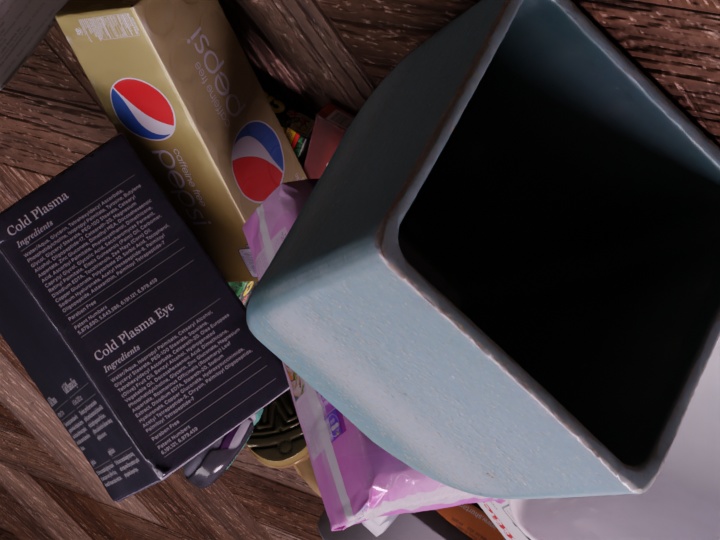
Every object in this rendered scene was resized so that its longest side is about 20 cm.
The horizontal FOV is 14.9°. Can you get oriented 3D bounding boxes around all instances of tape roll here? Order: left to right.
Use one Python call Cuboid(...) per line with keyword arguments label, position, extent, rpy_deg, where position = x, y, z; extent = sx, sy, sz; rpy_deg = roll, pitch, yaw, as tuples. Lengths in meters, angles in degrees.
Cuboid(label="tape roll", position=(0.069, 0.212, 2.024), extent=(0.200, 0.066, 0.200), rpy_deg=(33, -171, -6))

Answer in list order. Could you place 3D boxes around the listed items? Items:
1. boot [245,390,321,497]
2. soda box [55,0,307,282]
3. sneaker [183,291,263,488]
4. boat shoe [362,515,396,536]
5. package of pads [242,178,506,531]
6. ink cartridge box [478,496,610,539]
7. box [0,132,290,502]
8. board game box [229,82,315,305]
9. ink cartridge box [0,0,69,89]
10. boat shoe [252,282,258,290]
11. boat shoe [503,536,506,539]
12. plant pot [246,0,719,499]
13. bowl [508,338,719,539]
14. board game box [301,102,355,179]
Cuboid(label="boot", position=(-0.040, 0.114, 2.023), extent=(0.066, 0.175, 0.200), rpy_deg=(-17, 142, 6))
Cuboid(label="soda box", position=(-0.099, -0.091, 1.642), extent=(0.064, 0.068, 0.200), rpy_deg=(-2, 126, 37))
Cuboid(label="sneaker", position=(-0.102, 0.051, 1.850), extent=(0.087, 0.200, 0.074), rpy_deg=(29, 141, -13))
Cuboid(label="boat shoe", position=(0.005, 0.130, 1.813), extent=(0.068, 0.074, 0.199), rpy_deg=(38, -178, 6))
Cuboid(label="package of pads", position=(0.019, 0.043, 1.573), extent=(0.076, 0.120, 0.200), rpy_deg=(-46, 56, 54))
Cuboid(label="ink cartridge box", position=(0.119, 0.105, 1.732), extent=(0.147, 0.083, 0.200), rpy_deg=(52, 165, 1))
Cuboid(label="box", position=(-0.147, 0.033, 1.682), extent=(0.182, 0.104, 0.200), rpy_deg=(54, 165, -1))
Cuboid(label="board game box", position=(-0.101, -0.043, 1.755), extent=(0.105, 0.023, 0.200), rpy_deg=(32, 130, 10))
Cuboid(label="ink cartridge box", position=(-0.262, -0.211, 1.648), extent=(0.200, 0.109, 0.050), rpy_deg=(44, 158, -22))
Cuboid(label="boat shoe", position=(-0.043, -0.031, 1.775), extent=(0.200, 0.075, 0.093), rpy_deg=(12, 135, 26))
Cuboid(label="boat shoe", position=(0.168, 0.204, 1.954), extent=(0.200, 0.075, 0.062), rpy_deg=(30, -167, -42))
Cuboid(label="plant pot", position=(0.054, 0.000, 1.434), extent=(0.196, 0.197, 0.200), rpy_deg=(43, 145, -21))
Cuboid(label="bowl", position=(0.180, 0.077, 1.547), extent=(0.200, 0.075, 0.200), rpy_deg=(16, 108, 41))
Cuboid(label="board game box", position=(0.000, 0.000, 1.711), extent=(0.103, 0.019, 0.200), rpy_deg=(29, 132, 17))
